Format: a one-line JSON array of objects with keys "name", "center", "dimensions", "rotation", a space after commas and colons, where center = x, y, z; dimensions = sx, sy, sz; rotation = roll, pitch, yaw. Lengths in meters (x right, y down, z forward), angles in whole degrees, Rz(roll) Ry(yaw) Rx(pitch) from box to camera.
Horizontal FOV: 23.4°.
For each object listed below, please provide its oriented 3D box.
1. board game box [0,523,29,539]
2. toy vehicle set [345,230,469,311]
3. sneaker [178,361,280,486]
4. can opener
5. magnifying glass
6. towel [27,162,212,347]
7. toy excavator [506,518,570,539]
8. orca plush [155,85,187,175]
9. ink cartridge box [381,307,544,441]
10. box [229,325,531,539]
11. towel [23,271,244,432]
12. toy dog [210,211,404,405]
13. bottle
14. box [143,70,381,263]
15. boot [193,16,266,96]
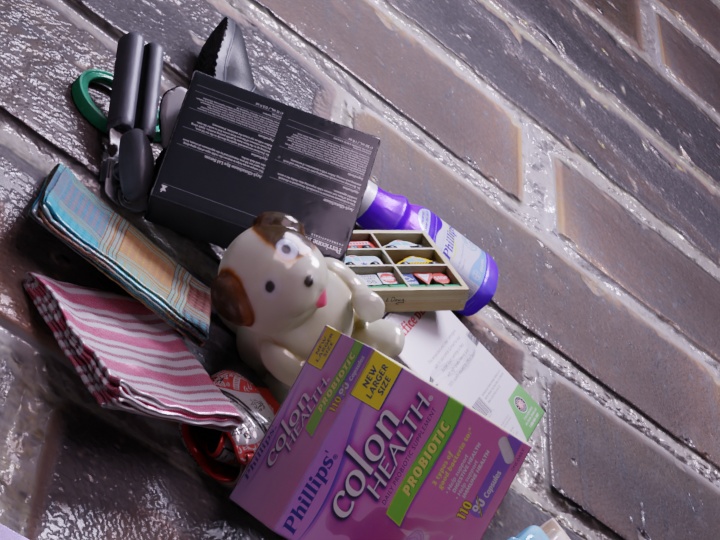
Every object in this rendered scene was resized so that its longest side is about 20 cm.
[{"name": "board game box", "center": [-0.236, 0.287, 1.259], "dimensions": [0.199, 0.057, 0.166], "rotation": [34, 34, -23]}, {"name": "toy vehicle set", "center": [0.000, 0.000, 1.810], "dimensions": [0.198, 0.027, 0.124], "rotation": [-1, 31, -25]}, {"name": "sneaker", "center": [-0.078, 0.179, 1.578], "dimensions": [0.201, 0.067, 0.108], "rotation": [44, 31, -1]}, {"name": "can opener", "center": [-0.219, -0.153, 1.745], "dimensions": [0.053, 0.067, 0.202], "rotation": [25, 56, -38]}, {"name": "magnifying glass", "center": [-0.215, -0.154, 1.825], "dimensions": [0.199, 0.022, 0.080], "rotation": [26, 37, -35]}, {"name": "towel", "center": [-0.218, -0.017, 1.624], "dimensions": [0.200, 0.022, 0.147], "rotation": [39, 13, -14]}, {"name": "toy excavator", "center": [0.166, 0.297, 1.706], "dimensions": [0.199, 0.195, 0.100], "rotation": [-34, 81, -31]}, {"name": "orca plush", "center": [-0.145, -0.094, 1.795], "dimensions": [0.200, 0.105, 0.071], "rotation": [45, -14, 3]}, {"name": "ink cartridge box", "center": [0.083, 0.128, 1.821], "dimensions": [0.200, 0.084, 0.146], "rotation": [47, 30, 0]}, {"name": "box", "center": [0.020, 0.177, 1.533], "dimensions": [0.199, 0.177, 0.097], "rotation": [33, -5, -29]}, {"name": "towel", "center": [-0.199, 0.067, 1.524], "dimensions": [0.146, 0.030, 0.200], "rotation": [17, 22, -42]}, {"name": "toy dog", "center": [-0.063, 0.032, 1.620], "dimensions": [0.193, 0.140, 0.200], "rotation": [34, -18, 29]}, {"name": "bottle", "center": [0.069, -0.031, 2.005], "dimensions": [0.199, 0.065, 0.084], "rotation": [37, 33, -19]}, {"name": "box", "center": [-0.097, -0.090, 1.720], "dimensions": [0.198, 0.079, 0.142], "rotation": [20, 67, -6]}, {"name": "boot", "center": [-0.093, -0.178, 1.963], "dimensions": [0.199, 0.066, 0.166], "rotation": [29, 43, -23]}]
